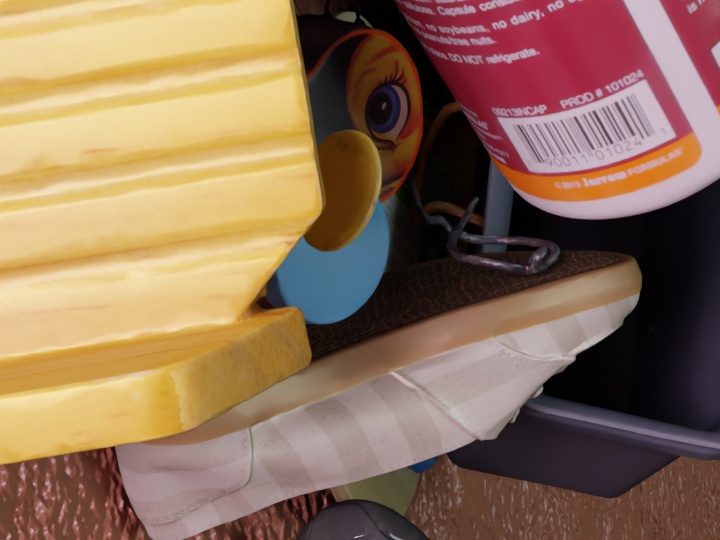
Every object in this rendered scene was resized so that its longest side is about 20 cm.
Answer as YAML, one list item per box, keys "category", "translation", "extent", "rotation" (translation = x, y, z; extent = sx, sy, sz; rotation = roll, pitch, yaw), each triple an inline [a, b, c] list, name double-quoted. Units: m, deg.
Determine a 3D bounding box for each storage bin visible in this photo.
- category: "storage bin"
  translation: [0.086, -0.008, 0.868]
  extent: [0.134, 0.144, 0.202]
  rotation: [119, -19, -62]

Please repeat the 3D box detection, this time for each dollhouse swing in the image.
- category: "dollhouse swing"
  translation: [-0.110, -0.049, 0.462]
  extent: [0.176, 0.180, 0.202]
  rotation: [-74, 154, -82]

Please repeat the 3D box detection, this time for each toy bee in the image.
- category: "toy bee"
  translation: [-0.027, -0.043, 0.678]
  extent: [0.200, 0.130, 0.110]
  rotation: [-24, 118, -56]

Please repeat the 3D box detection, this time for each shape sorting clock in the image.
- category: "shape sorting clock"
  translation: [0.000, 0.000, 0.841]
  extent: [0.200, 0.039, 0.202]
  rotation: [0, 90, -74]

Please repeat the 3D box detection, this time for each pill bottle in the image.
- category: "pill bottle"
  translation: [0.050, -0.122, 0.635]
  extent: [0.201, 0.112, 0.113]
  rotation: [56, 35, -32]

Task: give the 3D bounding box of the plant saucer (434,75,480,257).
- category: "plant saucer"
  translation: [0.096, -0.048, 1.068]
  extent: [0.200, 0.048, 0.202]
  rotation: [50, 40, -53]

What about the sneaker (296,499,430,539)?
- category: "sneaker"
  translation: [0.018, 0.137, 0.827]
  extent: [0.201, 0.075, 0.091]
  rotation: [66, 19, -49]

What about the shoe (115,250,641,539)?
- category: "shoe"
  translation: [0.008, 0.037, 0.725]
  extent: [0.199, 0.070, 0.054]
  rotation: [-17, 108, -23]

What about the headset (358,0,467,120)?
- category: "headset"
  translation: [0.046, -0.167, 0.969]
  extent: [0.123, 0.093, 0.202]
  rotation: [27, 75, -48]
